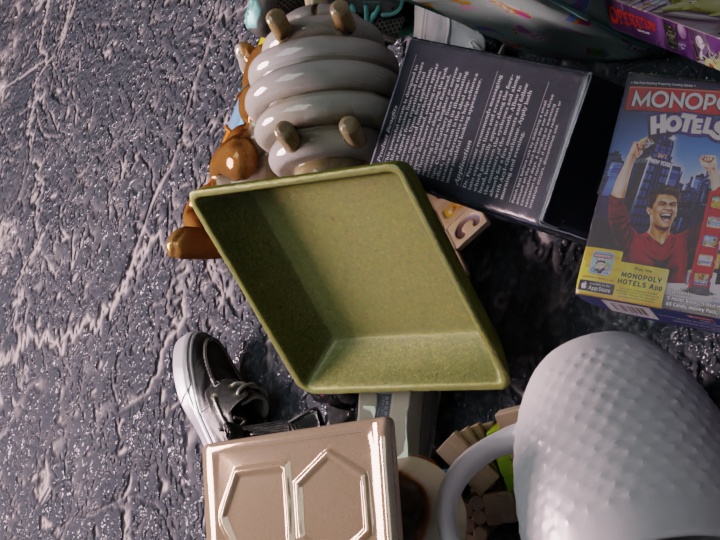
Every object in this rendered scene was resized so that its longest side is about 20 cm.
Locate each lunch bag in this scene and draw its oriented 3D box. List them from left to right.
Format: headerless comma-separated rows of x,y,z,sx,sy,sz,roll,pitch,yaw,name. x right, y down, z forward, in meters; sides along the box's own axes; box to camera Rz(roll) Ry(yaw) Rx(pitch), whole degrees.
0.119,-0.213,1.116,0.160,0.199,0.077,11,85,55,lunch bag

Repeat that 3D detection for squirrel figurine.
-0.076,-0.102,1.329,0.200,0.141,0.188,-51,-33,-84,squirrel figurine

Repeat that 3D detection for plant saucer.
0.000,0.000,1.130,0.199,0.201,0.048,-5,35,38,plant saucer

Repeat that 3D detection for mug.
0.144,0.140,0.979,0.199,0.148,0.176,-17,47,9,mug

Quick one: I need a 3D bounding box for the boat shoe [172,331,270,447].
-0.110,0.133,1.407,0.071,0.072,0.201,-38,59,26,boat shoe

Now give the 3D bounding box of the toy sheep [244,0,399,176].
-0.027,-0.138,1.182,0.138,0.137,0.201,-16,69,48,toy sheep

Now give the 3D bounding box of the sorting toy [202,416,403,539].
-0.034,0.199,1.024,0.199,0.036,0.186,-15,75,45,sorting toy

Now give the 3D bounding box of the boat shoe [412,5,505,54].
0.088,-0.180,1.261,0.068,0.072,0.201,-26,49,45,boat shoe

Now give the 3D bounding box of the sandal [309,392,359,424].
-0.029,0.069,1.317,0.201,0.048,0.075,-105,33,-40,sandal

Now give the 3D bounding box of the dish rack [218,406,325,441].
-0.055,0.181,1.188,0.054,0.200,0.154,-16,79,7,dish rack

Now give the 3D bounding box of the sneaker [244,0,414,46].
-0.006,-0.222,1.295,0.091,0.199,0.078,44,134,28,sneaker

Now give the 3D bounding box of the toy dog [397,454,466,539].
0.044,0.228,1.059,0.193,0.139,0.201,-24,90,24,toy dog

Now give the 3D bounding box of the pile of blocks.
0.089,0.156,1.131,0.082,0.062,0.200,47,116,7,pile of blocks

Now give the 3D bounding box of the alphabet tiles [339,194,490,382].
0.018,0.003,1.262,0.200,0.006,0.167,-42,30,13,alphabet tiles

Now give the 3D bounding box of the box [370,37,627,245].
0.130,-0.084,1.099,0.200,0.148,0.108,23,95,53,box

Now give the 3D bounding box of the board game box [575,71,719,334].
0.256,-0.057,0.955,0.199,0.062,0.201,11,79,28,board game box

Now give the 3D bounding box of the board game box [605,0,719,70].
0.252,-0.170,0.979,0.200,0.120,0.032,-136,26,-63,board game box

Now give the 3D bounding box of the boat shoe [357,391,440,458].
0.031,0.144,1.213,0.070,0.071,0.202,-2,69,34,boat shoe

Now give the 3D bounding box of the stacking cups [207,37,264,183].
-0.098,-0.149,1.498,0.061,0.060,0.201,44,117,49,stacking cups
